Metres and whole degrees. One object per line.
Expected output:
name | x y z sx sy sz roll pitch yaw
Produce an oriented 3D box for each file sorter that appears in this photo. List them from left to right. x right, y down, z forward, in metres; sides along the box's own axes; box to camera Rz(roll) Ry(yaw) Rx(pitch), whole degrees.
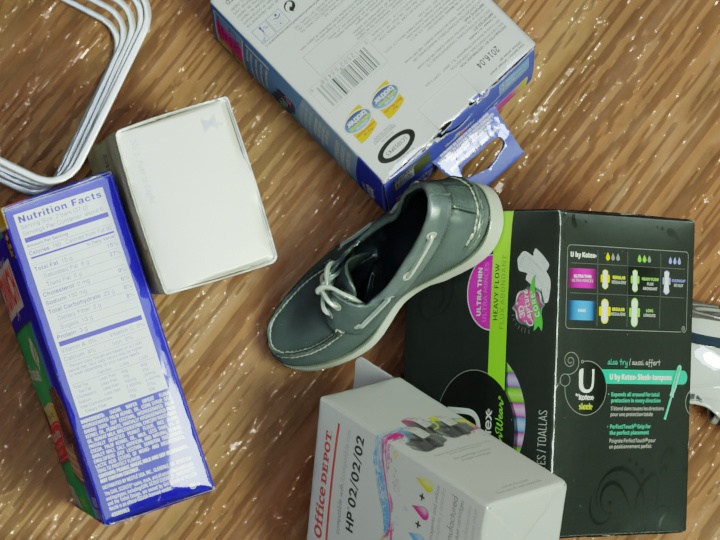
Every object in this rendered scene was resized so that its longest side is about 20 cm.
file sorter | -0.211 -0.126 1.404 0.124 0.200 0.139 26 85 -11

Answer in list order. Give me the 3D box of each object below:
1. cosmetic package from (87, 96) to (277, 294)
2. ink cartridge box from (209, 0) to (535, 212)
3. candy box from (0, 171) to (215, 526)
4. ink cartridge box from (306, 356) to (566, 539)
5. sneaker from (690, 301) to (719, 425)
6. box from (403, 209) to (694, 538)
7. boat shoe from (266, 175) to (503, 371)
cosmetic package | -0.113 -0.042 1.419 0.073 0.200 0.104 -17 92 -10
ink cartridge box | 0.018 -0.135 1.481 0.136 0.076 0.200 -42 78 -8
candy box | -0.166 0.047 1.425 0.077 0.169 0.200 -18 92 -13
ink cartridge box | 0.030 0.144 1.419 0.068 0.200 0.115 -12 118 -37
sneaker | 0.289 0.079 1.563 0.200 0.076 0.081 14 98 -5
box | 0.118 0.063 1.470 0.124 0.148 0.201 2 88 -38
boat shoe | 0.000 0.000 1.458 0.062 0.200 0.073 11 54 -45
